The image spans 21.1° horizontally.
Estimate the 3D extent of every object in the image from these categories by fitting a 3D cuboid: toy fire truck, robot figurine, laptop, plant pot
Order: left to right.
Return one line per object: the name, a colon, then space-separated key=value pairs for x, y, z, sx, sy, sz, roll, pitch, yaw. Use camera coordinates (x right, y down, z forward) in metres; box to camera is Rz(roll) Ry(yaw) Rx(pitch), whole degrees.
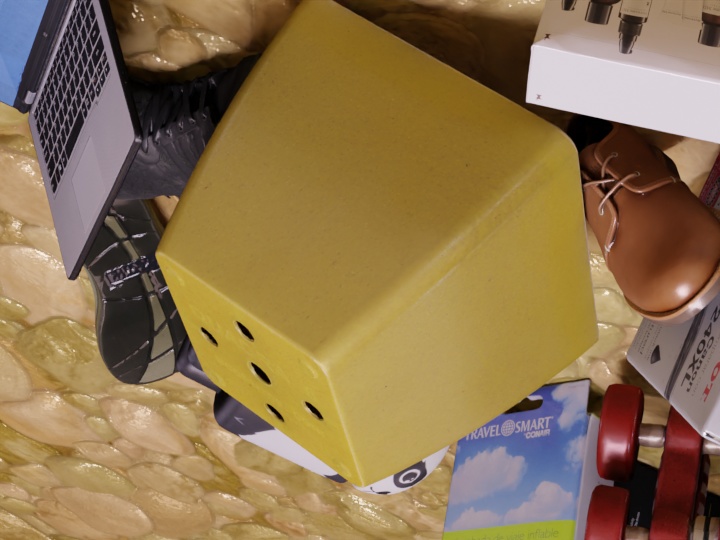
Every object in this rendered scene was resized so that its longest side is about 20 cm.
laptop: x=-0.228 y=-0.117 z=1.182 sx=0.115 sy=0.201 sz=0.187 roll=-7 pitch=157 yaw=-24
robot figurine: x=-0.026 y=0.078 z=1.354 sx=0.199 sy=0.150 sz=0.125 roll=26 pitch=112 yaw=-11
plant pot: x=0.000 y=0.000 z=1.111 sx=0.199 sy=0.176 sz=0.201 roll=33 pitch=157 yaw=30
toy fire truck: x=0.216 y=0.181 z=1.322 sx=0.111 sy=0.201 sz=0.168 roll=5 pitch=142 yaw=13

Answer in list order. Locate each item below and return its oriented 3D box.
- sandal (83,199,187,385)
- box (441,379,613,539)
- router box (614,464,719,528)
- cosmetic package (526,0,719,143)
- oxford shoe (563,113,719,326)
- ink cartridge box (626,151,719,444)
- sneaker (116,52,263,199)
sandal: x=-0.162 y=-0.003 z=1.371 sx=0.079 sy=0.057 sz=0.202 roll=-15 pitch=125 yaw=-3
box: x=0.117 y=0.185 z=1.380 sx=0.121 sy=0.201 sz=0.048 roll=-12 pitch=147 yaw=39
router box: x=0.204 y=0.247 z=1.420 sx=0.148 sy=0.201 sz=0.051 roll=24 pitch=149 yaw=-8
cosmetic package: x=0.192 y=-0.111 z=0.999 sx=0.199 sy=0.083 sz=0.051 roll=13 pitch=148 yaw=9
oxford shoe: x=0.148 y=-0.032 z=1.057 sx=0.071 sy=0.200 sz=0.071 roll=39 pitch=102 yaw=-22
ink cartridge box: x=0.224 y=0.017 z=1.031 sx=0.083 sy=0.146 sz=0.200 roll=24 pitch=-174 yaw=-6
sneaker: x=-0.123 y=-0.090 z=1.212 sx=0.104 sy=0.060 sz=0.200 roll=21 pitch=153 yaw=-10
